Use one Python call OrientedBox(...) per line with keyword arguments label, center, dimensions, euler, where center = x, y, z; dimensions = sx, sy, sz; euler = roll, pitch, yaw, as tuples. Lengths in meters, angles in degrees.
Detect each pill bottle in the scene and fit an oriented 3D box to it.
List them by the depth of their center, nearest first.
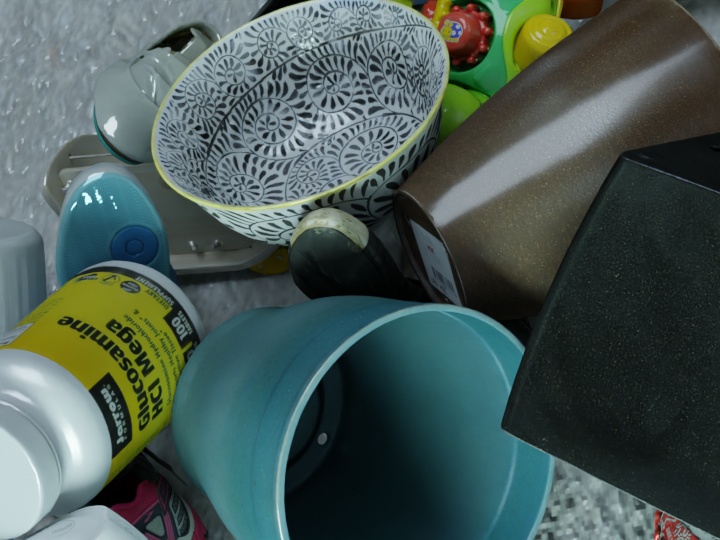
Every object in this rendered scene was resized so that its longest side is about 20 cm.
OrientedBox(label="pill bottle", center=(-0.185, 0.082, 1.631), dimensions=(0.112, 0.113, 0.200), euler=(-2, 24, 27))

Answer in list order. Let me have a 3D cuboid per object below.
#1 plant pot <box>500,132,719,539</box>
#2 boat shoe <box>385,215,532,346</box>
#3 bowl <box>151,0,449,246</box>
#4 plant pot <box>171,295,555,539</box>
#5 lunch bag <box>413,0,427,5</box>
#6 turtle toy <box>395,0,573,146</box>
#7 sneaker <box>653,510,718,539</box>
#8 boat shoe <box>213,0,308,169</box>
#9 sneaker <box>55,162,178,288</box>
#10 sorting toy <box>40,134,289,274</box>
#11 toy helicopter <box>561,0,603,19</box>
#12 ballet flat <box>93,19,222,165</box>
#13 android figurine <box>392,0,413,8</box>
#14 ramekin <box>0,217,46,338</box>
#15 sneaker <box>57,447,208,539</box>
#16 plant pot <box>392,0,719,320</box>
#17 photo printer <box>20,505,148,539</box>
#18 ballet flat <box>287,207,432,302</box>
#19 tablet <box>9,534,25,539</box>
OrientedBox(label="plant pot", center=(0.224, 0.025, 1.492), dimensions=(0.199, 0.178, 0.200), euler=(-12, 26, -42))
OrientedBox(label="boat shoe", center=(0.081, 0.002, 1.727), dimensions=(0.062, 0.073, 0.200), euler=(-37, 38, -2))
OrientedBox(label="bowl", center=(-0.025, -0.078, 1.699), dimensions=(0.200, 0.094, 0.201), euler=(-13, 43, 13))
OrientedBox(label="plant pot", center=(-0.016, 0.103, 1.608), dimensions=(0.200, 0.200, 0.188), euler=(-47, 32, -18))
OrientedBox(label="lunch bag", center=(0.064, -0.303, 1.927), dimensions=(0.150, 0.200, 0.094), euler=(-10, 47, 20))
OrientedBox(label="turtle toy", center=(0.083, -0.139, 1.788), dimensions=(0.101, 0.146, 0.200), euler=(16, 52, -3))
OrientedBox(label="sneaker", center=(0.186, 0.180, 1.507), dimensions=(0.108, 0.067, 0.201), euler=(-30, 45, -4))
OrientedBox(label="boat shoe", center=(-0.078, -0.133, 1.809), dimensions=(0.069, 0.057, 0.200), euler=(2, 37, 32))
OrientedBox(label="sneaker", center=(-0.167, -0.010, 1.787), dimensions=(0.079, 0.200, 0.131), euler=(-11, 35, -5))
OrientedBox(label="sorting toy", center=(-0.099, -0.089, 1.897), dimensions=(0.200, 0.107, 0.180), euler=(-4, 42, 25))
OrientedBox(label="toy helicopter", center=(0.229, -0.224, 1.862), dimensions=(0.200, 0.079, 0.132), euler=(14, 30, 18))
OrientedBox(label="ballet flat", center=(-0.137, -0.135, 1.829), dimensions=(0.069, 0.070, 0.200), euler=(-16, 17, 14))
OrientedBox(label="android figurine", center=(0.013, -0.172, 1.861), dimensions=(0.041, 0.182, 0.200), euler=(17, 41, -4))
OrientedBox(label="ramekin", center=(-0.311, 0.016, 1.825), dimensions=(0.200, 0.098, 0.200), euler=(3, 9, -1))
OrientedBox(label="sneaker", center=(-0.175, 0.130, 1.743), dimensions=(0.081, 0.075, 0.200), euler=(-44, 44, -15))
OrientedBox(label="plant pot", center=(0.129, -0.050, 1.639), dimensions=(0.200, 0.187, 0.187), euler=(-27, 42, -14))
OrientedBox(label="photo printer", center=(-0.189, 0.245, 1.580), dimensions=(0.200, 0.167, 0.069), euler=(-29, 23, 0))
OrientedBox(label="ballet flat", center=(0.000, 0.000, 1.668), dimensions=(0.066, 0.200, 0.057), euler=(8, 72, 18))
OrientedBox(label="tablet", center=(-0.324, 0.124, 1.787), dimensions=(0.200, 0.130, 0.014), euler=(10, 47, 35))
